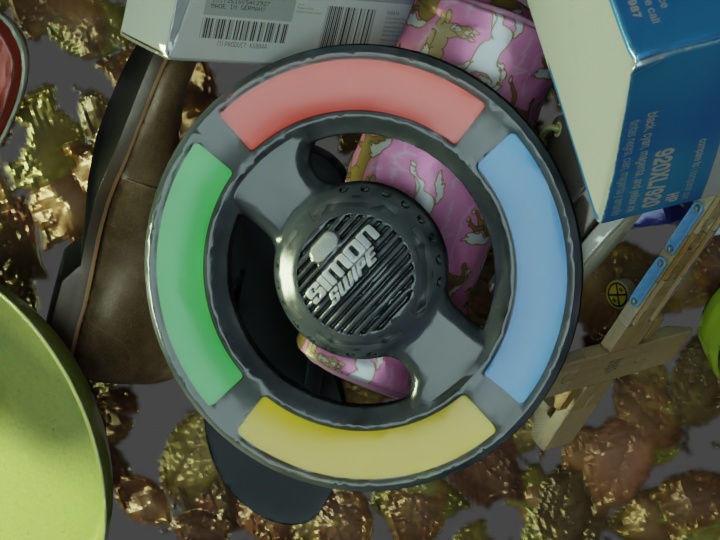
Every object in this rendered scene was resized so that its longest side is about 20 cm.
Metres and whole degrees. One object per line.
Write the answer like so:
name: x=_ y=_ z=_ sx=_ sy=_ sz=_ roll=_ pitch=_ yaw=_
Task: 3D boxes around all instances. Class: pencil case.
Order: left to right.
pencil case: x=0.036 y=-0.036 z=0.869 sx=0.086 sy=0.083 sz=0.201 roll=22 pitch=100 yaw=4

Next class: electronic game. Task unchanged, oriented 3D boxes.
electronic game: x=0.000 y=0.000 z=0.817 sx=0.198 sy=0.042 sz=0.202 roll=1 pitch=98 yaw=10

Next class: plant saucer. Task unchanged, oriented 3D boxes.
plant saucer: x=-0.195 y=0.084 z=0.939 sx=0.199 sy=0.031 sz=0.201 roll=16 pitch=117 yaw=32

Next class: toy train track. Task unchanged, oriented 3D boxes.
toy train track: x=0.129 y=0.004 z=0.862 sx=0.033 sy=0.114 sz=0.201 roll=49 pitch=129 yaw=27

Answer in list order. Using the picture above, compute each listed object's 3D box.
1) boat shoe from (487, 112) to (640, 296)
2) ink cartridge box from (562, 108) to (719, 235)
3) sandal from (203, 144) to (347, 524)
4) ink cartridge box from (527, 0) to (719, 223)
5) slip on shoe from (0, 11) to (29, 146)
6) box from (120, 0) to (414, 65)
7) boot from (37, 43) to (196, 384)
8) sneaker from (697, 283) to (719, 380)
boat shoe: x=0.119 y=-0.061 z=0.832 sx=0.059 sy=0.072 sz=0.200 roll=40 pitch=110 yaw=7
ink cartridge box: x=0.186 y=-0.119 z=0.856 sx=0.198 sy=0.041 sz=0.201 roll=-9 pitch=103 yaw=11
sandal: x=-0.045 y=0.036 z=0.931 sx=0.075 sy=0.043 sz=0.202 roll=3 pitch=105 yaw=8
ink cartridge box: x=0.172 y=-0.131 z=0.708 sx=0.199 sy=0.145 sz=0.148 roll=-14 pitch=67 yaw=-3
slip on shoe: x=-0.238 y=-0.052 z=0.899 sx=0.074 sy=0.061 sz=0.200 roll=43 pitch=77 yaw=0
box: x=-0.018 y=-0.192 z=0.814 sx=0.041 sy=0.155 sz=0.201 roll=29 pitch=113 yaw=39
boot: x=-0.103 y=-0.032 z=0.917 sx=0.075 sy=0.074 sz=0.201 roll=14 pitch=114 yaw=-10
sneaker: x=0.217 y=0.004 z=0.828 sx=0.073 sy=0.081 sz=0.201 roll=5 pitch=134 yaw=-10
